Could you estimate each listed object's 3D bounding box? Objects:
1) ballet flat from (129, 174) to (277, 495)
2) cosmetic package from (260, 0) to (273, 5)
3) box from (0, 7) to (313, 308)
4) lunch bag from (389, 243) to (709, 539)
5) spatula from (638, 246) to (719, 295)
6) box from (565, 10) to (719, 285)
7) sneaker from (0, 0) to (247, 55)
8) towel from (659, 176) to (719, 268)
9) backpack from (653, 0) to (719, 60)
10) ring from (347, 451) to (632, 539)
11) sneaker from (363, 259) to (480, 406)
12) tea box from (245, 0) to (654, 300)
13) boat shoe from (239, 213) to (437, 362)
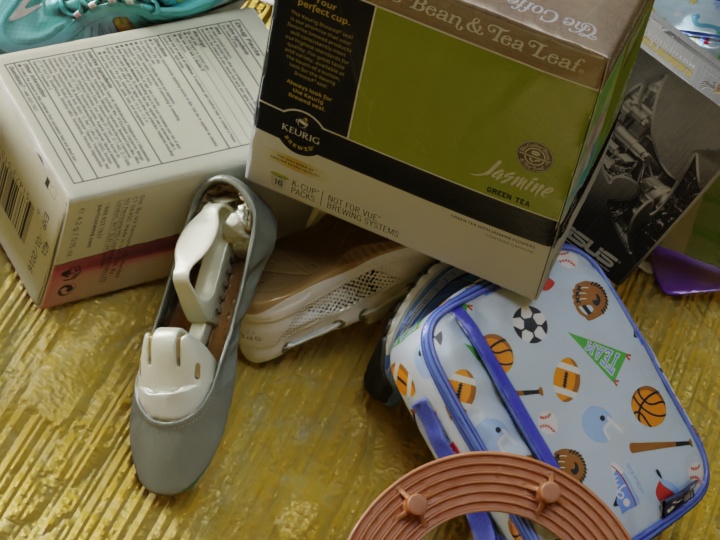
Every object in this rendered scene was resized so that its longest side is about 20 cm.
[{"bbox_3d":[-0.104,0.034,1.404,0.067,0.064,0.201,5,64,24],"label":"ballet flat"},{"bbox_3d":[0.034,-0.233,1.703,0.199,0.072,0.101,-11,21,-29],"label":"cosmetic package"},{"bbox_3d":[-0.136,-0.074,1.495,0.199,0.109,0.128,-14,56,-31],"label":"box"},{"bbox_3d":[0.116,0.097,1.427,0.160,0.076,0.201,-27,85,-33],"label":"lunch bag"},{"bbox_3d":[0.171,-0.010,1.620,0.198,0.021,0.057,4,49,-18],"label":"spatula"},{"bbox_3d":[0.135,-0.106,1.492,0.199,0.159,0.048,37,40,-3],"label":"box"},{"bbox_3d":[-0.154,-0.185,1.515,0.199,0.080,0.078,-20,94,-12],"label":"sneaker"},{"bbox_3d":[0.175,-0.070,1.570,0.199,0.150,0.031,22,63,12],"label":"towel"},{"bbox_3d":[0.206,-0.132,1.618,0.162,0.201,0.155,15,47,-10],"label":"backpack"},{"bbox_3d":[0.079,0.202,1.338,0.199,0.019,0.202,3,76,-14],"label":"ring"},{"bbox_3d":[0.084,0.032,1.508,0.089,0.079,0.200,44,55,15],"label":"sneaker"},{"bbox_3d":[0.055,-0.124,1.387,0.199,0.198,0.134,23,46,9],"label":"tea box"},{"bbox_3d":[0.000,0.000,1.509,0.199,0.070,0.071,-23,41,-24],"label":"boat shoe"}]
